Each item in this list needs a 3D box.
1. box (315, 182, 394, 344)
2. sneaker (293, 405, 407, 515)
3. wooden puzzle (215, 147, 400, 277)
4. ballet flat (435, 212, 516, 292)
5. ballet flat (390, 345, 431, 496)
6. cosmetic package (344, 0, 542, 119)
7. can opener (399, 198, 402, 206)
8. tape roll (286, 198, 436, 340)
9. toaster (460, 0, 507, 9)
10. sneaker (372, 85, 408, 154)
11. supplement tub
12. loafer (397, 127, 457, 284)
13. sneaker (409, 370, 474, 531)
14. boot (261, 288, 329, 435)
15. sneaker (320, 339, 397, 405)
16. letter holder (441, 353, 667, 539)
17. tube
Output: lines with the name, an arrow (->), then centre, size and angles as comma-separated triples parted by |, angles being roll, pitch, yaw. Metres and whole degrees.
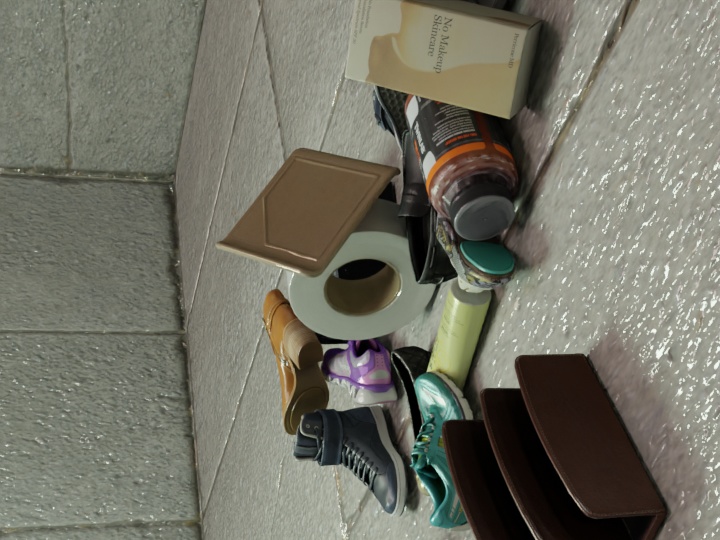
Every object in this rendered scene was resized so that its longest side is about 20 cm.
box -> -0.015, -0.010, 1.712 | 0.182, 0.103, 0.202 | 123, 144, -62
sneaker -> -0.019, 0.275, 1.608 | 0.203, 0.145, 0.078 | -115, 34, -53
wooden puzzle -> -0.066, -0.075, 1.435 | 0.184, 0.200, 0.037 | 17, 147, 41
ballet flat -> 0.133, -0.015, 1.297 | 0.201, 0.071, 0.073 | -109, 27, -61
ballet flat -> 0.074, 0.198, 1.481 | 0.067, 0.056, 0.202 | 124, 143, -61
cosmetic package -> 0.090, -0.244, 1.233 | 0.071, 0.198, 0.106 | -41, -37, -60
can opener -> 0.073, -0.092, 1.520 | 0.067, 0.053, 0.201 | -107, 26, -44
tape roll -> 0.000, 0.000, 1.497 | 0.071, 0.200, 0.204 | -101, 21, -47
toaster -> 0.098, -0.335, 1.347 | 0.201, 0.112, 0.130 | -106, 28, -44
sneaker -> 0.049, -0.252, 1.498 | 0.147, 0.076, 0.204 | -109, 4, -54
supplement tub -> 0.118, -0.131, 1.286 | 0.107, 0.106, 0.201 | 110, 155, -45
loafer -> 0.080, -0.082, 1.399 | 0.068, 0.070, 0.203 | -3, 99, 57
sneaker -> 0.097, 0.213, 1.346 | 0.078, 0.079, 0.202 | 120, 142, -54
boot -> -0.109, 0.141, 1.749 | 0.155, 0.073, 0.202 | 50, 139, 48
sneaker -> -0.002, 0.136, 1.690 | 0.200, 0.080, 0.090 | -158, 65, -66
letter holder -> 0.167, 0.181, 1.039 | 0.201, 0.141, 0.101 | -109, 26, -49
tube -> 0.115, 0.098, 1.378 | 0.058, 0.051, 0.201 | -66, -9, -47
